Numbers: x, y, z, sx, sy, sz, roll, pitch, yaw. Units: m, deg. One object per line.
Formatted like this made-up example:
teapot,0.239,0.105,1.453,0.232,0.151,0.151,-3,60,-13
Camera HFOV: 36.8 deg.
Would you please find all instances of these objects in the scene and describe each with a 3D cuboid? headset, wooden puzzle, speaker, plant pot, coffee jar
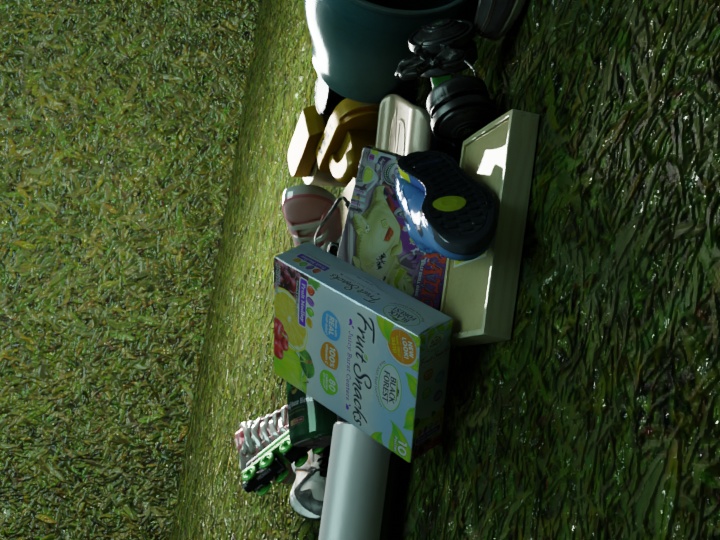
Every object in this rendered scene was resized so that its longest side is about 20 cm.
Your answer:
headset,0.076,-0.184,1.053,0.200,0.093,0.125,99,156,-89
wooden puzzle,0.052,-0.095,1.203,0.200,0.046,0.187,-124,38,-74
speaker,-0.003,0.264,1.127,0.081,0.080,0.202,150,130,-72
plant pot,0.022,-0.301,1.247,0.189,0.198,0.202,109,165,-56
coffee jar,-0.043,0.098,1.246,0.104,0.084,0.202,145,123,-61

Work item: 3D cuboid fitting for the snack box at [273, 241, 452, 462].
snack box,-0.004,0.075,1.055,0.199,0.053,0.144,28,129,37

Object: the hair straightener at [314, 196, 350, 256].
hair straightener,-0.006,0.018,1.189,0.041,0.076,0.202,152,104,-71

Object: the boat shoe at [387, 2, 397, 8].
boat shoe,0.032,-0.278,1.428,0.069,0.074,0.201,-83,17,-50

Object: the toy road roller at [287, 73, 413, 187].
toy road roller,-0.007,-0.152,1.382,0.201,0.122,0.147,119,146,-50

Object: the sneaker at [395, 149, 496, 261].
sneaker,0.078,-0.042,0.978,0.200,0.065,0.079,-116,19,-63

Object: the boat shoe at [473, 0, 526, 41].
boat shoe,0.131,-0.325,1.041,0.074,0.073,0.202,-138,59,-74

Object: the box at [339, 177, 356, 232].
box,0.000,0.000,1.302,0.163,0.021,0.202,150,114,-80

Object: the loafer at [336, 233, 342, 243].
loafer,-0.021,-0.006,1.420,0.070,0.069,0.202,162,117,-74

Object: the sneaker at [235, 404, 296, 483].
sneaker,-0.119,0.233,1.538,0.076,0.104,0.201,-91,19,-43

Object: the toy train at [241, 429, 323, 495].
toy train,-0.068,0.202,1.325,0.199,0.042,0.057,-38,26,11

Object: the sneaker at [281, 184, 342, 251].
sneaker,-0.054,-0.027,1.470,0.201,0.075,0.106,68,-164,-57

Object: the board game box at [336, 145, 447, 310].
board game box,0.036,-0.015,1.109,0.032,0.119,0.202,-39,-36,-73

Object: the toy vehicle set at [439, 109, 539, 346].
toy vehicle set,0.114,-0.034,0.991,0.124,0.026,0.202,159,120,-74

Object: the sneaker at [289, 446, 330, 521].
sneaker,-0.048,0.242,1.342,0.200,0.073,0.081,-119,44,-68
